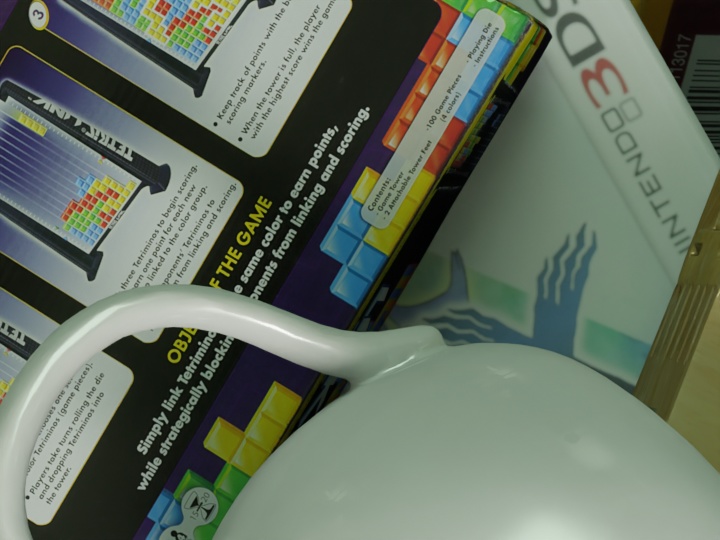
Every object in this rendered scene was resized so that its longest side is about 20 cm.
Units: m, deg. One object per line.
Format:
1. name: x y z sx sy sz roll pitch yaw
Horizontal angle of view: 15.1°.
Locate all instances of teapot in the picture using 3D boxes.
1. teapot: 0.015 0.119 0.624 0.146 0.198 0.200 -29 47 -22

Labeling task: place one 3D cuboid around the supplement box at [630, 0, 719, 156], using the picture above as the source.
1. supplement box: 0.099 -0.110 0.890 0.086 0.110 0.200 0 44 -12

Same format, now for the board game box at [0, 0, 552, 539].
1. board game box: -0.071 -0.020 0.711 0.165 0.057 0.200 32 96 8

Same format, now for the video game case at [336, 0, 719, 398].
1. video game case: 0.000 0.000 0.739 0.200 0.022 0.182 -30 87 9

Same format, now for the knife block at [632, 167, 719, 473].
1. knife block: 0.156 0.051 0.683 0.175 0.064 0.200 21 89 -4
